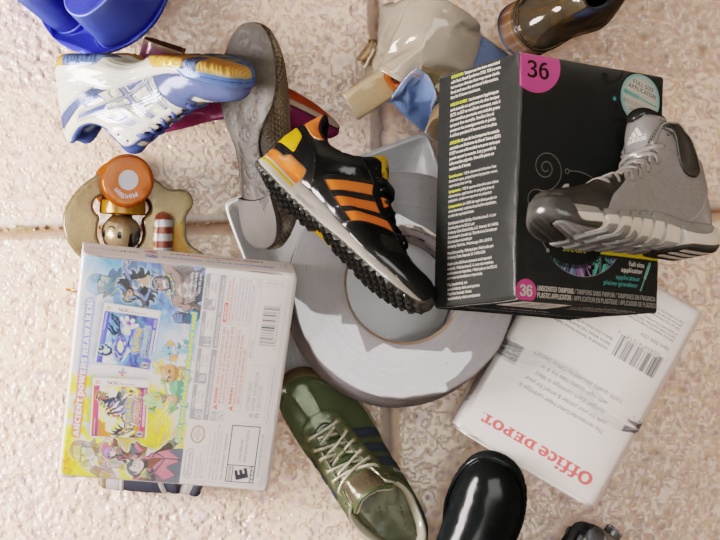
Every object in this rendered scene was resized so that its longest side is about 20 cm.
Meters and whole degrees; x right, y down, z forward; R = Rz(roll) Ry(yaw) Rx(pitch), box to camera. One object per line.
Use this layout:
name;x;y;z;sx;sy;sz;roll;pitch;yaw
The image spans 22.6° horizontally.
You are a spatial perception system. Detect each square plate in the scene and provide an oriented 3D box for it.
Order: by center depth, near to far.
square plate;0.000;0.000;1.645;0.197;0.028;0.201;-19;90;-6

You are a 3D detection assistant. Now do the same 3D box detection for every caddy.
caddy;-0.230;-0.296;1.620;0.141;0.105;0.201;20;88;23

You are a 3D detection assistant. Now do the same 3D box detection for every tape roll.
tape roll;0.034;0.017;1.586;0.199;0.066;0.201;1;79;-6

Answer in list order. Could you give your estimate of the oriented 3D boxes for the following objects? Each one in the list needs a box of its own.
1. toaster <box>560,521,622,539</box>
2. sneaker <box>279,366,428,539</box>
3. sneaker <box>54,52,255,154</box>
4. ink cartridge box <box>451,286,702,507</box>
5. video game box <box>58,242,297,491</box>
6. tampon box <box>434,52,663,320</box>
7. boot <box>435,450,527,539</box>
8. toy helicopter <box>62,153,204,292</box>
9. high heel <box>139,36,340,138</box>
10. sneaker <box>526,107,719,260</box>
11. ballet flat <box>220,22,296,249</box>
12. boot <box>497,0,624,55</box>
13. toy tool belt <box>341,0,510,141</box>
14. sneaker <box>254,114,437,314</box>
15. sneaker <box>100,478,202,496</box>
toaster;0.205;0.332;1.602;0.129;0.114;0.200;32;86;-2
sneaker;0.000;0.175;1.595;0.067;0.090;0.200;-35;102;1
sneaker;-0.176;-0.146;1.574;0.199;0.075;0.089;3;97;30
ink cartridge box;0.191;0.090;1.623;0.145;0.084;0.201;30;87;0
video game box;-0.157;0.084;1.536;0.181;0.047;0.201;6;105;-12
tampon box;0.156;-0.065;1.502;0.149;0.126;0.201;5;84;-30
boot;0.079;0.271;1.547;0.073;0.163;0.199;22;114;6
toy helicopter;-0.178;-0.008;1.627;0.200;0.079;0.133;31;81;-13
high heel;-0.123;-0.135;1.644;0.199;0.067;0.096;22;104;2
sneaker;0.203;-0.075;1.422;0.199;0.075;0.116;8;77;-42
ballet flat;-0.083;-0.119;1.592;0.067;0.046;0.201;1;100;38
boot;0.215;-0.254;1.592;0.200;0.097;0.075;-41;101;-35
toy tool belt;0.083;-0.146;1.610;0.200;0.125;0.123;33;76;-24
sneaker;0.005;-0.053;1.519;0.200;0.070;0.090;42;80;18
sneaker;-0.165;0.112;1.603;0.108;0.070;0.201;11;113;-1
